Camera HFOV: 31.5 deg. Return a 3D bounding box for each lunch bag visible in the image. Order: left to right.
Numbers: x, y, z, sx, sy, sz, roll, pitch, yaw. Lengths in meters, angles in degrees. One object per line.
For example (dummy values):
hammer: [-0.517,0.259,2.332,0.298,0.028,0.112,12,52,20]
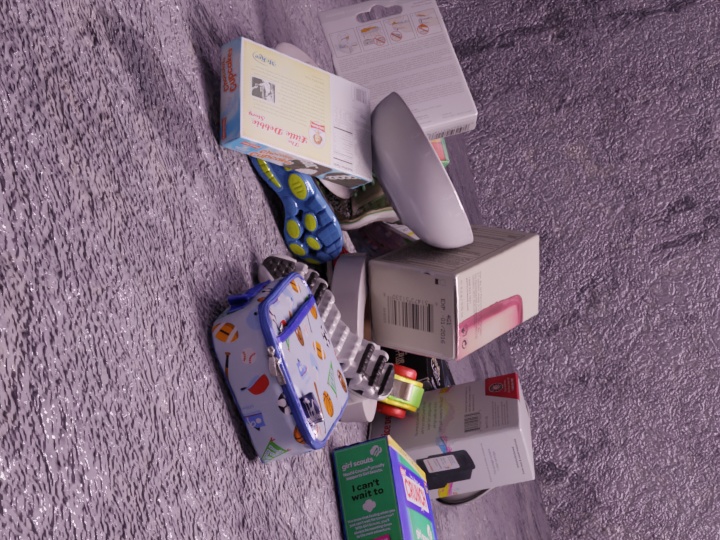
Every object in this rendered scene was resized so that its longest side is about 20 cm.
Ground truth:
lunch bag: [-0.075,0.086,1.222,0.200,0.075,0.161,-56,128,-77]

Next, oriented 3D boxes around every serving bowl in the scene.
serving bowl: [0.058,-0.108,1.509,0.201,0.066,0.200,63,-1,2]

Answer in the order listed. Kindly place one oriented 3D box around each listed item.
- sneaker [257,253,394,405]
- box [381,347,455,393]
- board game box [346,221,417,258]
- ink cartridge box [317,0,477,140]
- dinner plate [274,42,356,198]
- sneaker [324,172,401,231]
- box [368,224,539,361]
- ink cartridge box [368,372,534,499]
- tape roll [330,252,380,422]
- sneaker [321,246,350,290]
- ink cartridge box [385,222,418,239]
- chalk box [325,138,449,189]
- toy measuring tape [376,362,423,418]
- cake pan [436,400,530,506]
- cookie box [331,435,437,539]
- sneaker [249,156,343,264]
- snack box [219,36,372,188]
sneaker: [-0.051,0.071,1.375,0.200,0.081,0.075,52,40,-15]
box: [0.086,0.187,1.831,0.164,0.086,0.201,-87,158,-57]
board game box: [0.049,0.006,1.745,0.200,0.026,0.200,30,-23,42]
ink cartridge box: [0.044,-0.256,1.647,0.050,0.161,0.201,95,-21,-67]
dinner plate: [-0.045,-0.182,1.522,0.200,0.024,0.201,54,25,-38]
sneaker: [0.007,-0.109,1.646,0.077,0.199,0.089,40,-54,43]
box: [0.117,0.022,1.556,0.200,0.127,0.110,-23,116,-50]
ink cartridge box: [0.118,0.219,1.657,0.146,0.199,0.083,-79,154,-65]
tape roll: [-0.005,0.081,1.535,0.203,0.037,0.204,-2,90,-82]
sneaker: [0.000,0.000,1.665,0.200,0.085,0.077,53,23,-62]
ink cartridge box: [0.070,0.025,1.925,0.059,0.103,0.201,40,36,-70]
chalk box: [0.036,-0.175,1.745,0.200,0.123,0.125,134,-50,-58]
toy measuring tape: [0.056,0.155,1.614,0.200,0.073,0.074,170,-96,-76]
cake pan: [0.166,0.256,1.904,0.037,0.200,0.201,40,26,-23]
cookie box: [0.038,0.311,1.460,0.171,0.075,0.201,52,24,-61]
sneaker: [-0.069,-0.095,1.493,0.083,0.070,0.200,-76,146,-57]
snack box: [-0.068,-0.171,1.412,0.199,0.037,0.117,15,67,-43]
